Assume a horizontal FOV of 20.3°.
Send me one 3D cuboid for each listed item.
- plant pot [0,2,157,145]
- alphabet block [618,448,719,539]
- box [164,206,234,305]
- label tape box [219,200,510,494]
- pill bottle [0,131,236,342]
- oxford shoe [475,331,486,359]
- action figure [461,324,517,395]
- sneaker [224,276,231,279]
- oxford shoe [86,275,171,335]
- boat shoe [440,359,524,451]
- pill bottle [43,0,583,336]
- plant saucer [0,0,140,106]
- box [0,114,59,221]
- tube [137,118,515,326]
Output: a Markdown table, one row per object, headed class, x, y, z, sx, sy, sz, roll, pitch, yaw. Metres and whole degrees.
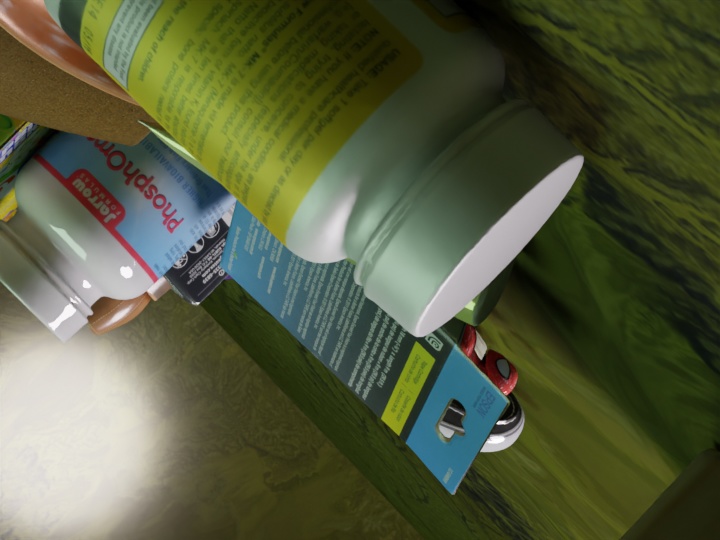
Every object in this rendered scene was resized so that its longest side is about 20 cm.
| class | x | y | z | sx | sy | sz | roll | pitch | yaw |
| --- | --- | --- | --- | --- | --- | --- | --- | --- | --- |
| plant pot | -0.185 | -0.161 | 1.107 | 0.200 | 0.187 | 0.186 | 32 | 177 | -17 |
| alphabet block | 0.197 | 0.250 | 1.051 | 0.196 | 0.200 | 0.195 | 41 | 171 | 28 |
| box | -0.146 | -0.079 | 1.438 | 0.106 | 0.122 | 0.200 | 51 | 171 | -35 |
| label tape box | 0.016 | 0.015 | 1.142 | 0.200 | 0.063 | 0.144 | 44 | 154 | 11 |
| pill bottle | -0.140 | -0.055 | 1.236 | 0.109 | 0.200 | 0.109 | 43 | 173 | 7 |
| oxford shoe | 0.000 | 0.000 | 1.331 | 0.200 | 0.058 | 0.075 | 48 | 175 | -6 |
| action figure | 0.023 | 0.004 | 1.249 | 0.200 | 0.052 | 0.065 | 47 | 177 | 6 |
| sneaker | -0.061 | -0.010 | 1.509 | 0.200 | 0.083 | 0.081 | 40 | 172 | 27 |
| oxford shoe | -0.205 | -0.016 | 1.375 | 0.071 | 0.071 | 0.200 | 52 | 171 | -36 |
| boat shoe | 0.034 | 0.048 | 1.400 | 0.200 | 0.070 | 0.066 | 38 | 144 | 10 |
| pill bottle | -0.017 | -0.076 | 0.779 | 0.200 | 0.114 | 0.114 | 44 | 173 | 11 |
| plant saucer | -0.095 | -0.129 | 0.972 | 0.200 | 0.038 | 0.200 | 17 | 161 | 6 |
| box | -0.235 | -0.120 | 1.265 | 0.122 | 0.200 | 0.193 | 42 | 161 | 2 |
| tube | -0.017 | -0.034 | 1.039 | 0.200 | 0.052 | 0.058 | 26 | 145 | 14 |
